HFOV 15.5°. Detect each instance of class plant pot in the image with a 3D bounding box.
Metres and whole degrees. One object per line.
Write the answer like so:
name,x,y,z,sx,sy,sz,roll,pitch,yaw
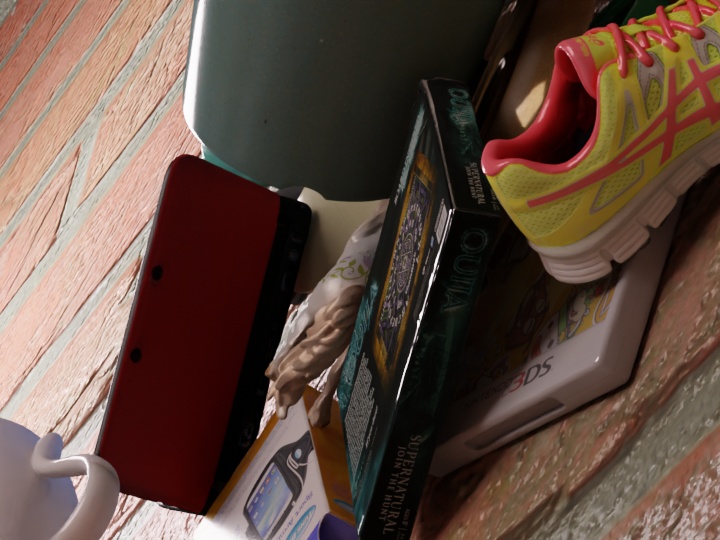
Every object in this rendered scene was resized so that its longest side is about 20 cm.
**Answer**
plant pot,-0.005,-0.155,1.405,0.200,0.200,0.196,-88,11,-58
plant pot,0.079,-0.084,1.428,0.200,0.027,0.200,-159,90,-85

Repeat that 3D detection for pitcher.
pitcher,-0.201,0.145,1.499,0.172,0.121,0.200,-46,23,10

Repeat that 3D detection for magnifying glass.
magnifying glass,0.126,-0.106,1.370,0.080,0.022,0.200,-46,10,20

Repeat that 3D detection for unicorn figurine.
unicorn figurine,0.000,0.000,1.502,0.200,0.074,0.137,-90,21,-59

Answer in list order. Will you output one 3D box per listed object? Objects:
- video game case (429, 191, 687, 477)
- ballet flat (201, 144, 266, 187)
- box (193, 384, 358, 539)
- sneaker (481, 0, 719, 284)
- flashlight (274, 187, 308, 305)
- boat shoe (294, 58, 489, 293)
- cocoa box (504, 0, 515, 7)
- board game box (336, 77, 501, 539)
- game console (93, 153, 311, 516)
video game case,0.104,-0.006,1.333,0.182,0.023,0.200,-34,30,56
ballet flat,-0.014,-0.094,1.654,0.200,0.067,0.070,-26,33,12
box,-0.043,0.153,1.467,0.119,0.041,0.200,-56,19,15
sneaker,0.136,-0.090,1.224,0.200,0.090,0.078,-49,28,1
flashlight,-0.014,-0.077,1.726,0.200,0.068,0.068,-58,34,6
boat shoe,0.021,-0.054,1.598,0.201,0.063,0.074,-51,49,34
cocoa box,0.027,-0.216,1.590,0.133,0.131,0.200,-29,12,10
board game box,0.027,0.020,1.335,0.135,0.028,0.200,-99,21,-57
game console,-0.114,0.041,1.603,0.172,0.119,0.200,-2,72,66
